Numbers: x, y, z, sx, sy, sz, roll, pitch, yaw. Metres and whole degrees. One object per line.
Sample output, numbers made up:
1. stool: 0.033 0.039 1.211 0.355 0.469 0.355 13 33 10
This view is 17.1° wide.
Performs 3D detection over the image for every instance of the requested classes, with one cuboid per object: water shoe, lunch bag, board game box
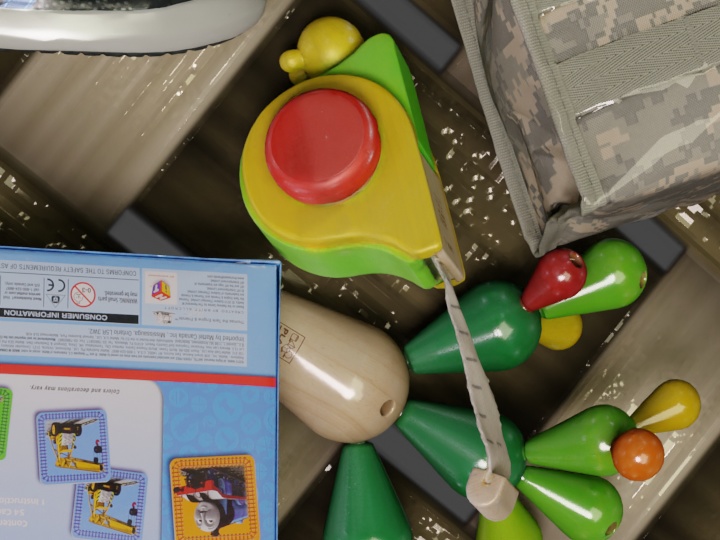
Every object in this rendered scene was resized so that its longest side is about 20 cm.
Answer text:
1. water shoe: -0.127 -0.116 0.815 0.199 0.071 0.079 1 99 -16
2. lunch bag: 0.111 -0.130 0.848 0.163 0.118 0.201 -18 82 -9
3. board game box: -0.103 0.093 0.818 0.150 0.037 0.201 4 77 -17

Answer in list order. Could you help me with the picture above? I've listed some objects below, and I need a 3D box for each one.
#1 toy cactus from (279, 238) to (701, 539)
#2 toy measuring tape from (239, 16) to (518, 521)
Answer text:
1. toy cactus: 0.026 0.065 0.892 0.164 0.102 0.201 30 101 -9
2. toy measuring tape: 0.000 0.000 0.843 0.073 0.074 0.201 -8 65 -13
